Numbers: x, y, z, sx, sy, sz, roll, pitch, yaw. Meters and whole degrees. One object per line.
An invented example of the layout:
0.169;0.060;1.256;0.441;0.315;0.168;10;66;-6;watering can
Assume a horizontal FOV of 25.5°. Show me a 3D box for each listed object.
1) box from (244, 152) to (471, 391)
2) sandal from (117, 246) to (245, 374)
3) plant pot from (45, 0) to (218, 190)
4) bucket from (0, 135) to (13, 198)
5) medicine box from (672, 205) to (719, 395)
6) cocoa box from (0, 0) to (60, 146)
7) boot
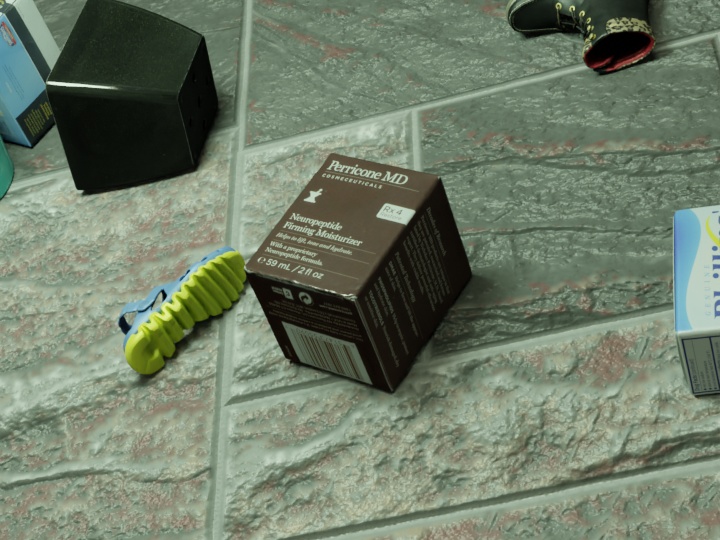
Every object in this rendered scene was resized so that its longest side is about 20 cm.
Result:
0.000;0.000;1.858;0.165;0.165;0.201;14;54;33;box
-0.230;0.037;1.991;0.199;0.080;0.087;-39;41;-18;sandal
-0.306;-0.244;2.223;0.175;0.201;0.201;4;48;13;plant pot
-0.610;-0.166;2.309;0.205;0.136;0.209;-11;44;11;bucket
0.437;0.023;1.692;0.198;0.103;0.183;-6;45;17;medicine box
-0.534;-0.307;2.367;0.132;0.201;0.132;16;55;35;cocoa box
0.297;-0.330;2.127;0.197;0.074;0.152;-10;44;7;boot
